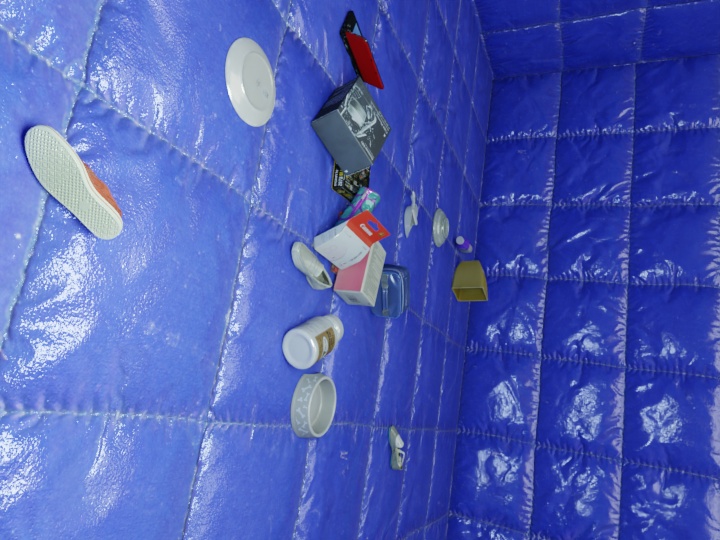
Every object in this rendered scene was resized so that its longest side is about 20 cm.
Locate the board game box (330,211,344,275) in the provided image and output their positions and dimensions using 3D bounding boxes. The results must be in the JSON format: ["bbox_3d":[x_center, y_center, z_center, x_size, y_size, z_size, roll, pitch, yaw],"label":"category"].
[{"bbox_3d":[-0.057,-0.083,1.752,0.103,0.019,0.206,32,64,-63],"label":"board game box"}]

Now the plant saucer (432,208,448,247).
[{"bbox_3d":[0.434,-0.228,2.774,0.199,0.049,0.207,2,90,-66],"label":"plant saucer"}]

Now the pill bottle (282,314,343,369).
[{"bbox_3d":[-0.130,0.198,1.509,0.199,0.111,0.118,-25,115,-62],"label":"pill bottle"}]

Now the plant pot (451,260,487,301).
[{"bbox_3d":[0.671,0.055,3.169,0.196,0.189,0.205,51,42,-54],"label":"plant pot"}]

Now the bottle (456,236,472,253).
[{"bbox_3d":[0.624,-0.155,3.153,0.199,0.081,0.067,31,65,-63],"label":"bottle"}]

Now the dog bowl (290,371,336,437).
[{"bbox_3d":[-0.136,0.409,1.583,0.199,0.057,0.207,2,90,-65],"label":"dog bowl"}]

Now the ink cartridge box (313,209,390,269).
[{"bbox_3d":[-0.023,-0.088,1.600,0.162,0.196,0.058,38,38,-50],"label":"ink cartridge box"}]

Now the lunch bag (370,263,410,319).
[{"bbox_3d":[0.109,0.087,1.995,0.132,0.132,0.206,-28,119,-61],"label":"lunch bag"}]

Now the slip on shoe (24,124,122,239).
[{"bbox_3d":[-0.455,-0.142,0.837,0.062,0.073,0.202,-112,176,-52],"label":"slip on shoe"}]

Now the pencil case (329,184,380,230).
[{"bbox_3d":[-0.018,-0.179,1.688,0.202,0.084,0.093,-57,163,-19],"label":"pencil case"}]

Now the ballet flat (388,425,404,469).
[{"bbox_3d":[0.162,0.771,2.264,0.067,0.062,0.207,-25,115,-62],"label":"ballet flat"}]

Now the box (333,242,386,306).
[{"bbox_3d":[0.000,0.000,1.736,0.128,0.106,0.205,49,50,-56],"label":"box"}]

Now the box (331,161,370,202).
[{"bbox_3d":[-0.027,-0.322,1.758,0.199,0.048,0.165,22,70,-64],"label":"box"}]

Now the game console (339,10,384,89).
[{"bbox_3d":[0.021,-0.736,1.739,0.201,0.115,0.176,58,42,-51],"label":"game console"}]

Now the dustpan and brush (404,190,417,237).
[{"bbox_3d":[0.228,-0.262,2.306,0.141,0.056,0.204,-61,144,-44],"label":"dustpan and brush"}]

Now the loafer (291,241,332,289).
[{"bbox_3d":[-0.139,-0.013,1.517,0.201,0.068,0.071,58,42,-51],"label":"loafer"}]

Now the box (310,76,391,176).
[{"bbox_3d":[-0.025,-0.443,1.604,0.201,0.122,0.199,51,46,-29],"label":"box"}]

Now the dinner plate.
[{"bbox_3d":[-0.258,-0.458,1.270,0.199,0.024,0.207,4,90,-66],"label":"dinner plate"}]
